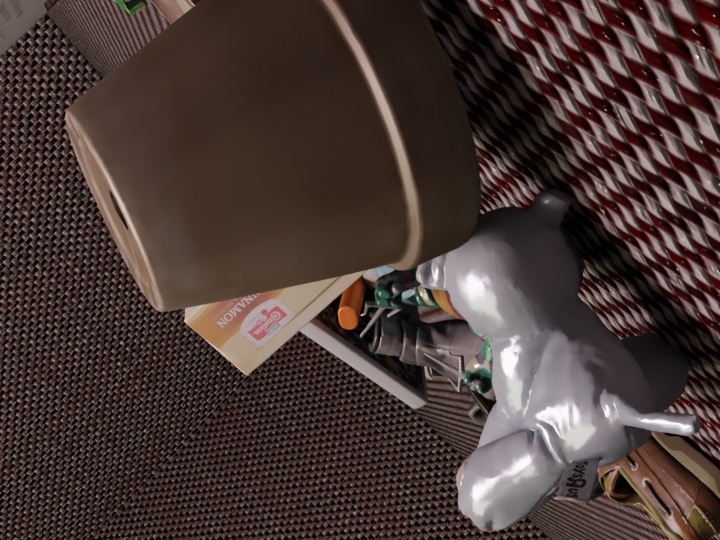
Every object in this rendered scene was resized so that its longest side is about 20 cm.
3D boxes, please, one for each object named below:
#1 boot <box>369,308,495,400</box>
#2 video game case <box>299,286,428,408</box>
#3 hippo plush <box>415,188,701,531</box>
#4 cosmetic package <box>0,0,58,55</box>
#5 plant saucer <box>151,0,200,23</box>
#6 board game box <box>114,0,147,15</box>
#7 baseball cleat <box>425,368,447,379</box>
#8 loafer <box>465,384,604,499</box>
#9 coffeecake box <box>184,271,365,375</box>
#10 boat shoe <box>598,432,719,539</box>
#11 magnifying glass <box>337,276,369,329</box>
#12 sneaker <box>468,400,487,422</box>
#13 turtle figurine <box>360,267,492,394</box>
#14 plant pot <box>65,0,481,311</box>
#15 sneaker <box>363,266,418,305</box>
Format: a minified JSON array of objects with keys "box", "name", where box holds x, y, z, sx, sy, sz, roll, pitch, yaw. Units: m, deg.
[{"box":[0.072,0.076,1.271,0.130,0.071,0.200,13,175,-5],"name":"boot"},{"box":[-0.003,0.028,1.408,0.200,0.023,0.183,37,-145,-38],"name":"video game case"},{"box":[0.093,0.050,0.798,0.162,0.159,0.200,56,-166,4],"name":"hippo plush"},{"box":[-0.408,-0.350,1.435,0.165,0.200,0.165,46,174,-3],"name":"cosmetic package"},{"box":[-0.145,-0.233,1.207,0.200,0.032,0.200,45,175,5],"name":"plant saucer"},{"box":[-0.257,-0.326,1.190,0.201,0.023,0.105,61,170,-28],"name":"board game box"},{"box":[0.057,0.081,1.854,0.200,0.070,0.106,38,172,-29],"name":"baseball cleat"},{"box":[0.172,0.159,1.372,0.200,0.073,0.072,42,-167,30],"name":"loafer"},{"box":[-0.065,-0.036,1.075,0.073,0.153,0.201,42,-164,-25],"name":"coffeecake box"},{"box":[0.216,0.150,1.073,0.072,0.068,0.200,47,176,-33],"name":"boat shoe"},{"box":[0.000,0.000,1.339,0.200,0.022,0.080,-73,-25,-62],"name":"magnifying glass"},{"box":[0.191,0.188,1.464,0.077,0.082,0.200,50,174,-39],"name":"sneaker"},{"box":[0.080,0.028,1.061,0.149,0.101,0.199,32,165,-25],"name":"turtle figurine"},{"box":[-0.058,-0.067,0.726,0.201,0.172,0.201,57,165,24],"name":"plant pot"},{"box":[0.041,-0.019,1.239,0.081,0.074,0.200,25,172,16],"name":"sneaker"}]
